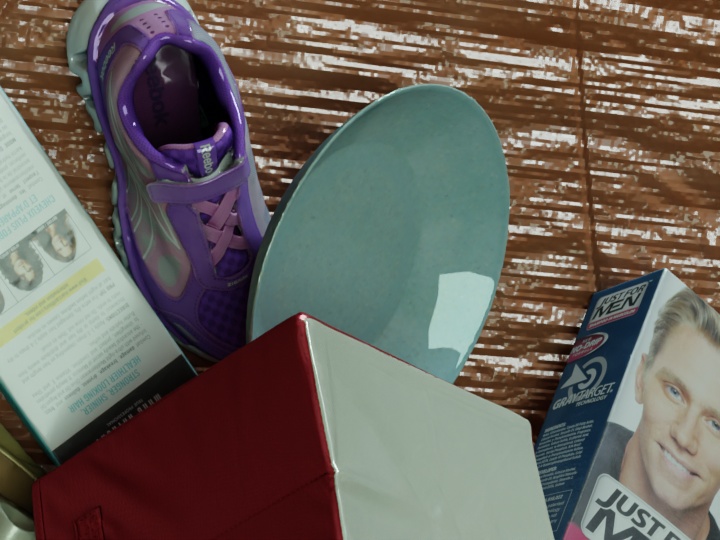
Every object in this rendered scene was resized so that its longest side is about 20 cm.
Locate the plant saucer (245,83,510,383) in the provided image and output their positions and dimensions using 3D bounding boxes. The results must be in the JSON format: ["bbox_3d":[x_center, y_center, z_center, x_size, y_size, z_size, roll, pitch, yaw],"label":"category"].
[{"bbox_3d":[0.000,0.000,1.189,0.201,0.039,0.202,-29,129,-43],"label":"plant saucer"}]

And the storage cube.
[{"bbox_3d":[-0.024,0.154,1.101,0.179,0.172,0.200,-32,140,28],"label":"storage cube"}]

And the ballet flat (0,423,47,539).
[{"bbox_3d":[-0.185,0.105,1.152,0.200,0.063,0.069,36,91,-21],"label":"ballet flat"}]

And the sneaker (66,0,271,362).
[{"bbox_3d":[-0.080,-0.042,1.158,0.080,0.088,0.201,-24,107,-18],"label":"sneaker"}]

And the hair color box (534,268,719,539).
[{"bbox_3d":[0.142,0.109,1.233,0.100,0.060,0.201,38,56,-21],"label":"hair color box"}]

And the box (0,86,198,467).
[{"bbox_3d":[-0.164,0.001,1.153,0.082,0.049,0.201,-36,108,-11],"label":"box"}]
